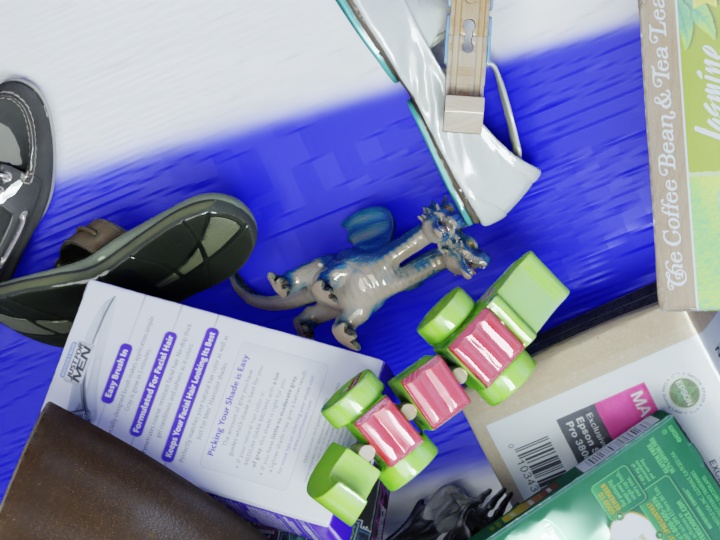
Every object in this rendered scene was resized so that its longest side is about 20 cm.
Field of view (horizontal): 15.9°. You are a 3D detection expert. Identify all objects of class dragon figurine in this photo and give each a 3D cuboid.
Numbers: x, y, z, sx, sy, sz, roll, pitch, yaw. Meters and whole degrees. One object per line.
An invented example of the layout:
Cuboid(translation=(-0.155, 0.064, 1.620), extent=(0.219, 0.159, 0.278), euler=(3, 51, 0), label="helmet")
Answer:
Cuboid(translation=(0.000, 0.000, 1.597), extent=(0.200, 0.099, 0.059), euler=(-4, 118, 61), label="dragon figurine")

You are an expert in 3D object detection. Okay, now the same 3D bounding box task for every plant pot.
Cuboid(translation=(-0.121, 0.197, 1.494), extent=(0.200, 0.187, 0.187), euler=(20, 112, -3), label="plant pot")

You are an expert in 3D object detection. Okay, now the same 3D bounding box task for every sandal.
Cuboid(translation=(-0.151, -0.005, 1.655), extent=(0.201, 0.057, 0.080), euler=(-23, 138, 22), label="sandal")

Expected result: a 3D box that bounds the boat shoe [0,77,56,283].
Cuboid(translation=(-0.249, -0.027, 1.678), extent=(0.067, 0.057, 0.200), euler=(24, 112, 10), label="boat shoe")

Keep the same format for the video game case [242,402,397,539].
Cuboid(translation=(-0.085, 0.161, 1.604), extent=(0.199, 0.036, 0.182), euler=(4, 69, 13), label="video game case")

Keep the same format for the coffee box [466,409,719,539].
Cuboid(translation=(0.129, 0.184, 1.503), extent=(0.200, 0.044, 0.123), euler=(-35, 96, -3), label="coffee box")

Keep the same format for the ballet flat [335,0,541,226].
Cuboid(translation=(0.045, -0.123, 1.558), extent=(0.069, 0.069, 0.200), euler=(-27, 101, 23), label="ballet flat")

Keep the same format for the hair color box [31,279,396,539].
Cuboid(translation=(-0.088, 0.087, 1.578), extent=(0.200, 0.065, 0.110), euler=(16, 75, 14), label="hair color box")

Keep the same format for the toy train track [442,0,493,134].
Cuboid(translation=(0.067, -0.181, 1.509), extent=(0.114, 0.033, 0.201), euler=(4, 91, -2), label="toy train track")

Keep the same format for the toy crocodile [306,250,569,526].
Cuboid(translation=(0.044, 0.068, 1.507), extent=(0.200, 0.062, 0.068), euler=(-41, 96, -13), label="toy crocodile")

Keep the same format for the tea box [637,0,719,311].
Cuboid(translation=(0.265, -0.085, 1.439), extent=(0.196, 0.134, 0.201), euler=(-3, 96, 19), label="tea box")

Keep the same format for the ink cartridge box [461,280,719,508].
Cuboid(translation=(0.177, 0.121, 1.576), extent=(0.165, 0.075, 0.200), euler=(-26, 96, 24), label="ink cartridge box")

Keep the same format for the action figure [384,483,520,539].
Cuboid(translation=(0.056, 0.203, 1.621), extent=(0.119, 0.102, 0.200), euler=(60, 152, 4), label="action figure")
